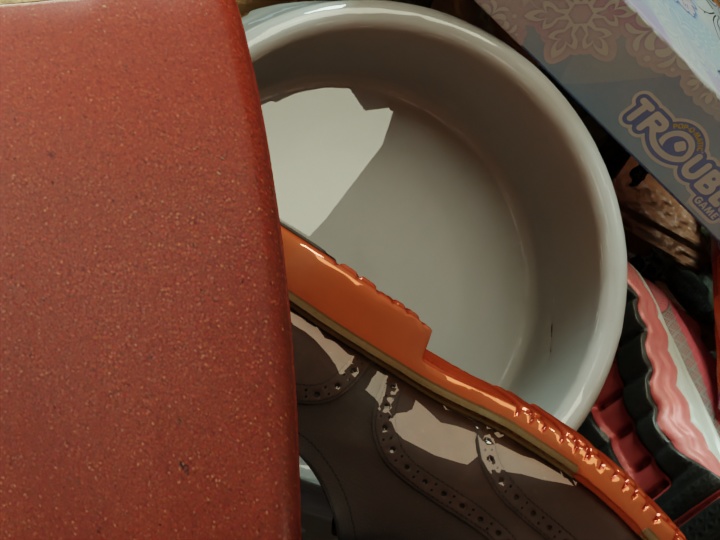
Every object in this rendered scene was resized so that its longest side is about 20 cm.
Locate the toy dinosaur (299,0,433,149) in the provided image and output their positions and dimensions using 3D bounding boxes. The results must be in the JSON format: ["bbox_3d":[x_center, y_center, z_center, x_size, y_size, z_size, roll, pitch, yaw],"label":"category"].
[{"bbox_3d":[-0.034,-0.056,0.971,0.199,0.077,0.102,-14,51,-6],"label":"toy dinosaur"}]

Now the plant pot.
[{"bbox_3d":[-0.127,0.052,0.766,0.200,0.200,0.177,-10,68,-35],"label":"plant pot"}]

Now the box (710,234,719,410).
[{"bbox_3d":[0.230,0.043,0.991,0.200,0.100,0.096,36,37,-28],"label":"box"}]

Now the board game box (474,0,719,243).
[{"bbox_3d":[0.079,-0.127,0.982,0.200,0.043,0.199,42,22,-27],"label":"board game box"}]

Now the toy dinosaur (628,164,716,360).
[{"bbox_3d":[0.145,-0.008,1.073,0.088,0.047,0.200,24,41,-32],"label":"toy dinosaur"}]

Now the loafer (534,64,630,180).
[{"bbox_3d":[0.055,-0.051,1.037,0.067,0.076,0.200,47,41,12],"label":"loafer"}]

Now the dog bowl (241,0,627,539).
[{"bbox_3d":[0.000,0.000,0.900,0.199,0.059,0.201,2,81,-16],"label":"dog bowl"}]

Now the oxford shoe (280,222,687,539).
[{"bbox_3d":[0.030,0.068,0.842,0.200,0.073,0.071,36,-1,-3],"label":"oxford shoe"}]

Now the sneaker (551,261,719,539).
[{"bbox_3d":[0.125,0.082,0.960,0.087,0.074,0.201,17,48,-46],"label":"sneaker"}]
